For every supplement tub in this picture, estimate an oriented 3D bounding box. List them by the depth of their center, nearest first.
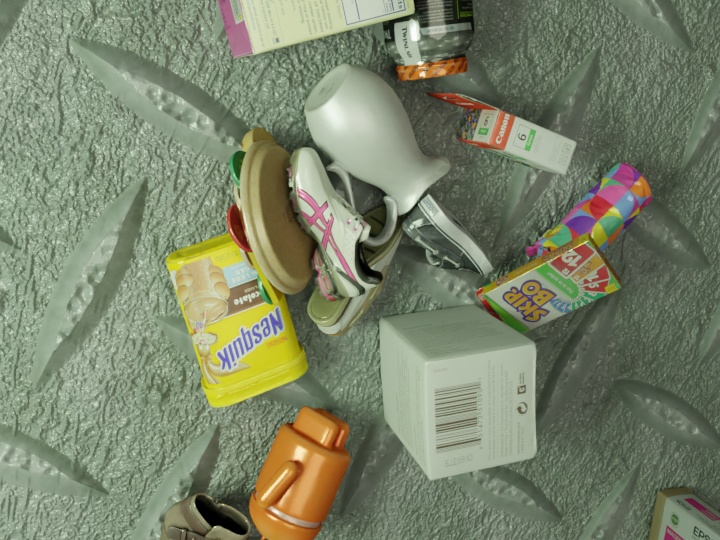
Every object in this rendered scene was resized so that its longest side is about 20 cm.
[{"bbox_3d":[0.084,-0.355,0.935,0.119,0.122,0.206,-11,105,-15],"label":"supplement tub"}]

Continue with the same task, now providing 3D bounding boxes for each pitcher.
[{"bbox_3d":[0.007,-0.149,0.956,0.200,0.120,0.174,42,72,-29],"label":"pitcher"}]

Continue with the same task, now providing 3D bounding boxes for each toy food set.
[{"bbox_3d":[-0.109,-0.068,0.919,0.047,0.200,0.204,-10,122,19],"label":"toy food set"}]

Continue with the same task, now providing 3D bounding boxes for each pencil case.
[{"bbox_3d":[0.351,-0.072,1.110,0.199,0.088,0.089,-42,111,-5],"label":"pencil case"}]

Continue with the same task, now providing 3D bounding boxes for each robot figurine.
[{"bbox_3d":[-0.088,0.298,1.032,0.114,0.144,0.204,24,88,-11],"label":"robot figurine"}]

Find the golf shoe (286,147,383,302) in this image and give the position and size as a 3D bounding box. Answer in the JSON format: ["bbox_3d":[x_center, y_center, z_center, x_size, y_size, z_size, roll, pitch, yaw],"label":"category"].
[{"bbox_3d":[-0.031,-0.064,0.930,0.090,0.073,0.205,-12,109,18],"label":"golf shoe"}]

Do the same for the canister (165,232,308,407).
[{"bbox_3d":[-0.165,0.058,0.973,0.145,0.086,0.205,-19,106,-14],"label":"canister"}]

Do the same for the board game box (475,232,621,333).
[{"bbox_3d":[0.274,0.028,1.082,0.198,0.030,0.096,-29,114,33],"label":"board game box"}]

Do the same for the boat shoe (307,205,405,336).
[{"bbox_3d":[0.000,0.000,1.023,0.202,0.074,0.069,-53,147,-13],"label":"boat shoe"}]

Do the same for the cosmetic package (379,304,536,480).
[{"bbox_3d":[0.132,0.162,1.031,0.160,0.200,0.170,-7,105,-15],"label":"cosmetic package"}]

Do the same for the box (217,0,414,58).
[{"bbox_3d":[-0.061,-0.327,0.866,0.195,0.176,0.099,-18,108,-12],"label":"box"}]

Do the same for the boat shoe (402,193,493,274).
[{"bbox_3d":[0.124,-0.034,1.031,0.068,0.072,0.199,-40,144,12],"label":"boat shoe"}]

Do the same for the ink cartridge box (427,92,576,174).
[{"bbox_3d":[0.189,-0.191,1.015,0.195,0.109,0.052,16,98,-20],"label":"ink cartridge box"}]

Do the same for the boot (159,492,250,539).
[{"bbox_3d":[-0.194,0.397,1.024,0.198,0.071,0.147,34,121,-13],"label":"boot"}]

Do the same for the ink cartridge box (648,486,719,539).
[{"bbox_3d":[0.592,0.502,1.260,0.073,0.200,0.170,1,102,-18],"label":"ink cartridge box"}]
